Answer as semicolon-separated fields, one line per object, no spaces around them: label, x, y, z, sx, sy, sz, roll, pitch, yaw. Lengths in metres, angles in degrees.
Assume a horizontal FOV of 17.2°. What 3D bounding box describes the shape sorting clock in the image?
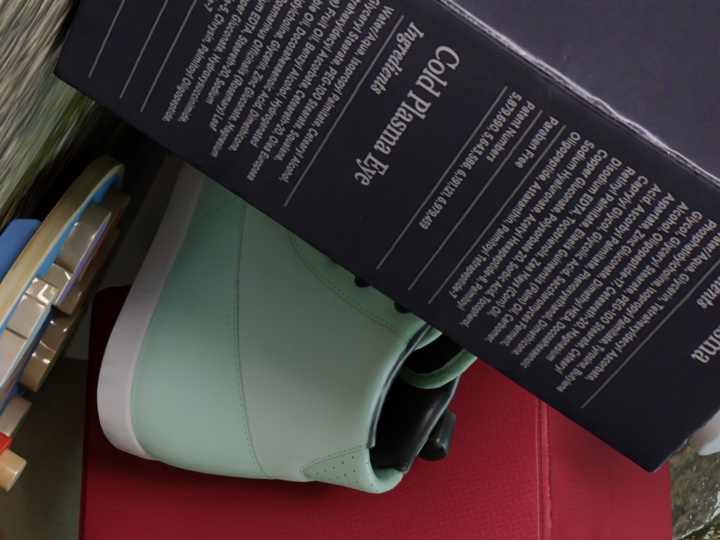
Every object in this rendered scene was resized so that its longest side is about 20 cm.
shape sorting clock;-0.123;0.054;0.744;0.200;0.039;0.200;-57;-179;2

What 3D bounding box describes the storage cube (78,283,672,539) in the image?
storage cube;0.013;0.106;0.862;0.171;0.200;0.180;42;43;-60

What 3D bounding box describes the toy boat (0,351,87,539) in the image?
toy boat;-0.100;0.064;1.052;0.131;0.131;0.200;-16;-146;51

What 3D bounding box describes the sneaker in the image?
sneaker;0.002;-0.024;0.770;0.074;0.118;0.201;36;69;-61

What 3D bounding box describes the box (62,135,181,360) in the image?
box;0.000;0.000;0.927;0.156;0.200;0.041;125;-27;-53

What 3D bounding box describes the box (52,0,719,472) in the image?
box;0.056;-0.088;0.600;0.200;0.182;0.104;-57;180;-37

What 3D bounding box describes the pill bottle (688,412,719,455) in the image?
pill bottle;0.101;-0.052;0.743;0.114;0.200;0.114;-25;168;-6
